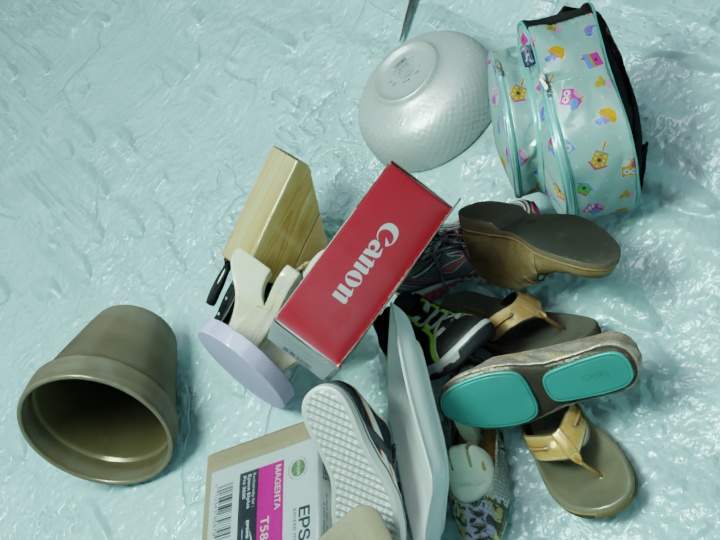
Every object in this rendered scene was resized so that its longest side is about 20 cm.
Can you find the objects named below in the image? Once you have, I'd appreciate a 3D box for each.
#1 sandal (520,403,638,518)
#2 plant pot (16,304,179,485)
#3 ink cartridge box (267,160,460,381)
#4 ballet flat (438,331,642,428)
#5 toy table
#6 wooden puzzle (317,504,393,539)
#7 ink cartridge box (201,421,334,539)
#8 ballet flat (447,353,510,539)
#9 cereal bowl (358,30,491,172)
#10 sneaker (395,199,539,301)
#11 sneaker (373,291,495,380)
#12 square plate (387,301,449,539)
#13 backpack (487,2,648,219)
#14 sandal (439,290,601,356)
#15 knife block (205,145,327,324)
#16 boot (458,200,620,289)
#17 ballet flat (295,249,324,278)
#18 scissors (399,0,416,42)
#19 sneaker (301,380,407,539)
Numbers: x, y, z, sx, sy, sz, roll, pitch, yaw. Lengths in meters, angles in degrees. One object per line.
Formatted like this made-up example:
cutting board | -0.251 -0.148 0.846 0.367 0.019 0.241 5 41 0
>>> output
sandal | 0.188 0.150 0.955 0.080 0.054 0.201 -36 44 12
plant pot | -0.314 0.145 1.289 0.199 0.200 0.174 -23 32 25
ink cartridge box | 0.000 0.000 1.003 0.201 0.084 0.176 -54 0 -14
ballet flat | 0.171 0.102 0.947 0.198 0.069 0.067 -14 17 26
toy table | -0.105 0.071 1.163 0.117 0.183 0.200 -52 0 -15
wooden puzzle | -0.039 0.332 0.906 0.200 0.046 0.186 -41 40 8
ink cartridge box | -0.088 0.278 1.076 0.164 0.075 0.201 -24 48 26
ballet flat | 0.109 0.171 0.996 0.072 0.072 0.202 -16 53 30
cereal bowl | 0.076 -0.230 1.290 0.199 0.083 0.202 -21 51 28
sneaker | 0.110 -0.024 1.125 0.199 0.075 0.081 -27 47 21
sneaker | 0.061 0.063 1.044 0.072 0.083 0.200 -36 7 -26
square plate | 0.055 0.166 0.977 0.028 0.199 0.201 -7 49 -6
backpack | 0.216 -0.149 1.047 0.152 0.176 0.201 -19 59 2
sandal | 0.154 0.047 1.040 0.082 0.055 0.199 -37 33 -25
knife block | -0.131 -0.030 1.258 0.175 0.201 0.064 -30 38 -24
boot | 0.181 -0.015 1.012 0.073 0.076 0.199 -23 26 -31
ballet flat | -0.004 -0.019 1.221 0.199 0.064 0.076 -37 45 12
scissors | 0.079 -0.415 1.468 0.073 0.014 0.201 15 73 41
sneaker | 0.004 0.208 1.033 0.078 0.079 0.202 -17 88 18
